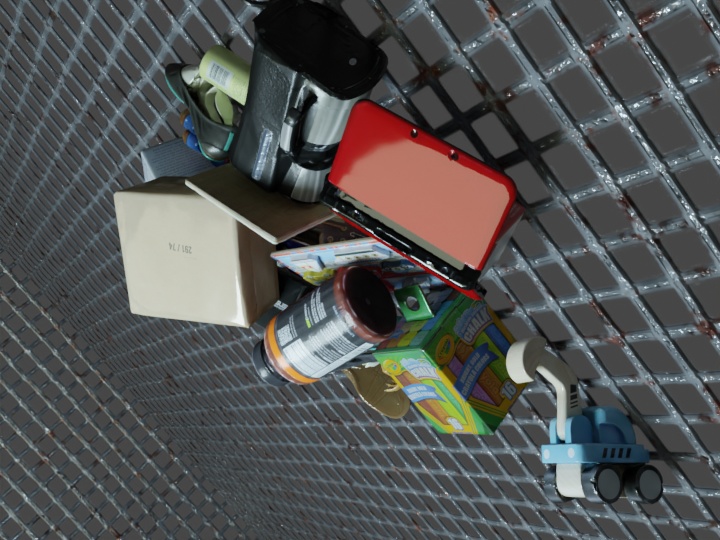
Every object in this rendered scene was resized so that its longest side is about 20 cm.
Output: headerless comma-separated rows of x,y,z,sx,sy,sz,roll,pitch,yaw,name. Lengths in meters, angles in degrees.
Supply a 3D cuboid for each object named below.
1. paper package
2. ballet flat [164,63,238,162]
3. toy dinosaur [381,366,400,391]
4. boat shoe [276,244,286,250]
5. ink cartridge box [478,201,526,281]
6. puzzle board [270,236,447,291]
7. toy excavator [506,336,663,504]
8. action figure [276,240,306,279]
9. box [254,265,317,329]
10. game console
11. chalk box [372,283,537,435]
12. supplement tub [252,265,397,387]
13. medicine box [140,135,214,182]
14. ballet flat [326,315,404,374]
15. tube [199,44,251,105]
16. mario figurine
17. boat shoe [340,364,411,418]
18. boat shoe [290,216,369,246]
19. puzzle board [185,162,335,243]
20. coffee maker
-0.222,-0.030,1.181,0.199,0.103,0.192,5,109,23,paper package
-0.211,-0.238,1.181,0.068,0.068,0.200,-51,56,33,ballet flat
0.053,0.139,1.342,0.200,0.060,0.107,21,142,39,toy dinosaur
-0.138,-0.062,1.328,0.072,0.068,0.200,46,152,0,boat shoe
0.082,-0.081,1.000,0.200,0.068,0.117,38,151,12,ink cartridge box
0.000,0.000,1.139,0.199,0.017,0.151,-7,154,35,puzzle board
0.273,0.190,1.074,0.194,0.201,0.100,7,164,-25,toy excavator
-0.095,-0.025,1.274,0.199,0.066,0.052,24,164,-27,action figure
-0.109,0.051,1.325,0.163,0.086,0.200,26,180,33,box
0.069,-0.072,0.933,0.200,0.119,0.172,33,-179,18,game console
0.113,0.105,1.131,0.200,0.124,0.125,49,152,-14,chalk box
-0.054,0.083,1.129,0.200,0.107,0.107,-33,101,32,supplement tub
-0.265,-0.083,1.378,0.200,0.103,0.182,58,158,22,medicine box
-0.012,0.117,1.268,0.073,0.199,0.073,167,90,-68,ballet flat
-0.120,-0.224,1.117,0.200,0.052,0.058,35,-169,12,tube
-0.175,-0.169,1.259,0.200,0.106,0.123,45,-172,23,mario figurine
0.011,0.170,1.448,0.200,0.072,0.072,38,-172,15,boat shoe
-0.033,-0.040,1.180,0.199,0.072,0.072,25,147,20,boat shoe
-0.096,-0.101,1.074,0.150,0.200,0.017,32,127,24,puzzle board
-0.080,-0.203,0.991,0.192,0.134,0.200,55,146,20,coffee maker
